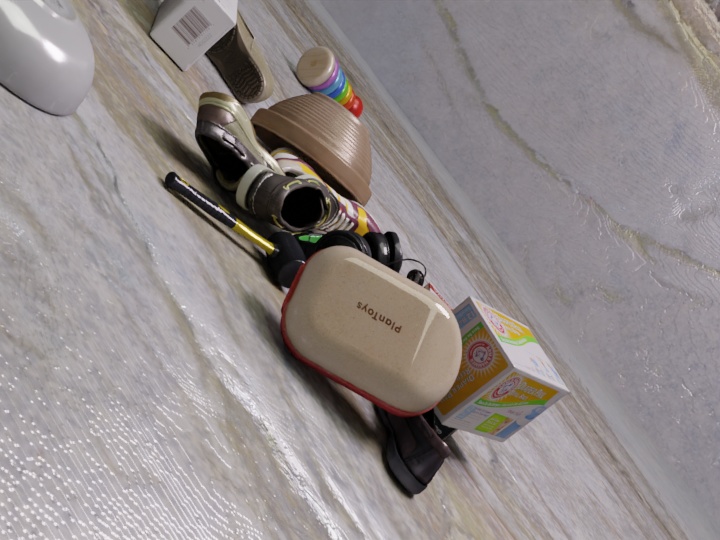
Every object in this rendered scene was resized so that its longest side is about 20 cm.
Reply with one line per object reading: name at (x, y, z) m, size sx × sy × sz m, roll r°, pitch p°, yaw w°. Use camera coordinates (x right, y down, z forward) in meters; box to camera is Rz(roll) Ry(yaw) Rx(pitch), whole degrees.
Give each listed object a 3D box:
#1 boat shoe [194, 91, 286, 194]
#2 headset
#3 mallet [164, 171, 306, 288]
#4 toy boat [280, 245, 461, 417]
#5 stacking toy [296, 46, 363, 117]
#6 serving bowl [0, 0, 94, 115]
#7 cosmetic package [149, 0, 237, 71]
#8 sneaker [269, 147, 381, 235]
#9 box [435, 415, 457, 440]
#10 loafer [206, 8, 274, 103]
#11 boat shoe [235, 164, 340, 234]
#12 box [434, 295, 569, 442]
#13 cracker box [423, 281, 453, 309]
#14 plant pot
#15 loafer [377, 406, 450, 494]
boat shoe at (-0.143, -0.120, 1.384) m, size 0.201 × 0.072 × 0.065 m, roll 57°, pitch 48°, yaw -47°
headset at (0.000, 0.000, 1.411) m, size 0.122 × 0.096 × 0.198 m, roll -1°, pitch 12°, yaw -43°
mallet at (-0.128, -0.042, 1.277) m, size 0.199 × 0.041 × 0.066 m, roll 33°, pitch 18°, yaw -45°
toy boat at (0.005, 0.073, 1.247) m, size 0.198 × 0.132 × 0.131 m, roll 30°, pitch -26°, yaw -8°
stacking toy at (-0.049, -0.365, 2.412) m, size 0.200 × 0.085 × 0.086 m, roll 40°, pitch 15°, yaw -55°
serving bowl at (-0.314, -0.241, 1.104) m, size 0.201 × 0.066 × 0.200 m, roll 49°, pitch 12°, yaw -13°
cosmetic package at (-0.230, -0.360, 1.676) m, size 0.071 × 0.101 × 0.201 m, roll 46°, pitch 14°, yaw -21°
sneaker at (-0.049, -0.075, 1.574) m, size 0.199 × 0.075 × 0.090 m, roll 38°, pitch 13°, yaw -17°
box at (0.051, 0.098, 1.481) m, size 0.200 × 0.046 × 0.159 m, roll 48°, pitch 13°, yaw -11°
loafer at (-0.191, -0.333, 1.817) m, size 0.202 × 0.075 × 0.068 m, roll 65°, pitch 15°, yaw 17°
boat shoe at (-0.071, -0.074, 1.401) m, size 0.060 × 0.073 × 0.201 m, roll 29°, pitch 9°, yaw 24°
box at (0.149, 0.120, 1.409) m, size 0.102 × 0.112 × 0.199 m, roll 58°, pitch 17°, yaw 27°
cracker box at (0.120, 0.108, 1.679) m, size 0.134 × 0.057 × 0.200 m, roll 49°, pitch 12°, yaw -10°
plant pot at (-0.051, -0.180, 1.661) m, size 0.200 × 0.093 × 0.201 m, roll 37°, pitch -5°, yaw 4°
loafer at (0.063, 0.166, 1.286) m, size 0.072 × 0.063 × 0.201 m, roll 46°, pitch 13°, yaw -18°
